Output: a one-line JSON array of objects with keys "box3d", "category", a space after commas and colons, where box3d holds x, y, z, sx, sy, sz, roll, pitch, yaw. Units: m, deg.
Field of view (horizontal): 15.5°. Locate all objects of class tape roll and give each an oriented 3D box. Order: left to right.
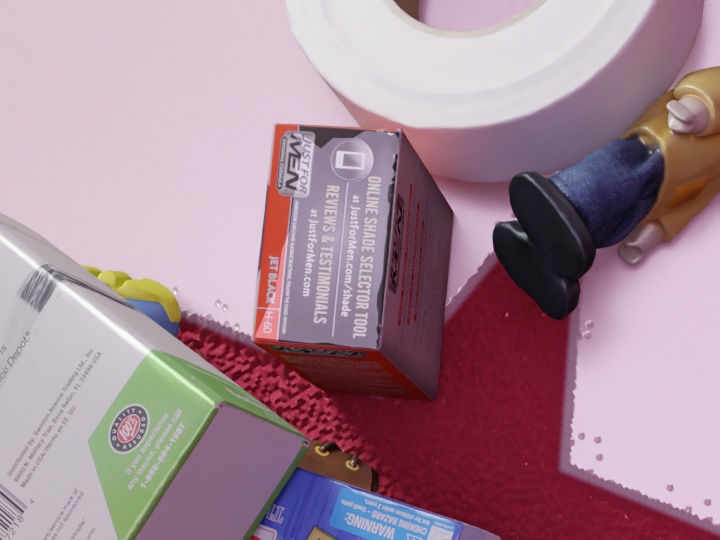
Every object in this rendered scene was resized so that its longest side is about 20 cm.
[{"box3d": [0.066, -0.148, 1.297, 0.202, 0.071, 0.203, -7, 67, 18], "category": "tape roll"}]

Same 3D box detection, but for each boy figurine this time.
[{"box3d": [0.156, -0.048, 1.275, 0.200, 0.124, 0.064, -26, 63, -29], "category": "boy figurine"}]

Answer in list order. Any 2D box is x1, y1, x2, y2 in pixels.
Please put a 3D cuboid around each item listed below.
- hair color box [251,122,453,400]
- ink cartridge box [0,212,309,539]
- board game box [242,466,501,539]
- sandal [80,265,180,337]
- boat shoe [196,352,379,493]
[{"box3d": [0.000, 0.000, 1.240, 0.061, 0.200, 0.102, 4, 81, 9], "category": "hair color box"}, {"box3d": [-0.145, 0.078, 1.203, 0.200, 0.084, 0.146, 36, 94, 34], "category": "ink cartridge box"}, {"box3d": [-0.059, 0.183, 1.195, 0.200, 0.041, 0.200, 15, 82, 32], "category": "board game box"}, {"box3d": [-0.184, 0.042, 1.328, 0.200, 0.079, 0.087, -7, 83, 15], "category": "sandal"}, {"box3d": [-0.022, 0.115, 1.294, 0.068, 0.072, 0.200, -40, 84, -5], "category": "boat shoe"}]
